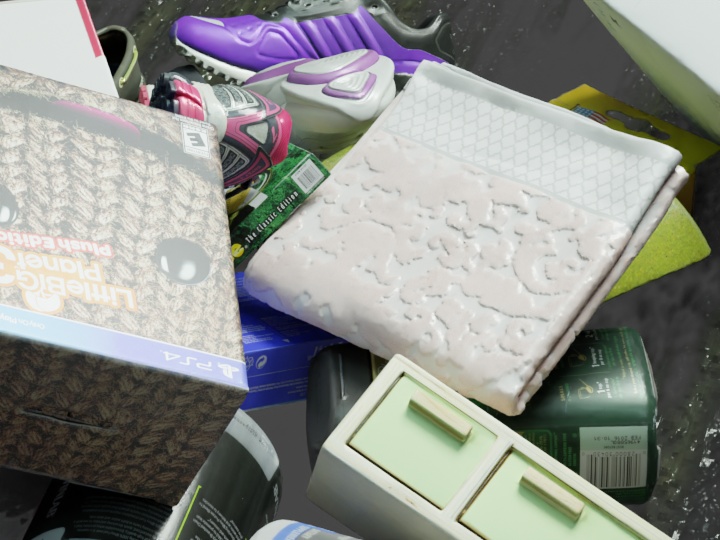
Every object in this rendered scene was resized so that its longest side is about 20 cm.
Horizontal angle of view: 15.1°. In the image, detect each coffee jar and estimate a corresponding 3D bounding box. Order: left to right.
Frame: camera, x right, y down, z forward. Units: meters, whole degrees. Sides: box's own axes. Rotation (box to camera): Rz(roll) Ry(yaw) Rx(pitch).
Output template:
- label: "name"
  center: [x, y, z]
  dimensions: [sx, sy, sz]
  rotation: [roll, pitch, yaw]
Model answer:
- label: "coffee jar"
  center: [0.068, 0.088, 1.565]
  dimensions: [0.200, 0.085, 0.104]
  rotation: [-2, 36, -2]

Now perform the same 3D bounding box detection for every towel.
- label: "towel"
  center: [0.060, -0.025, 1.559]
  dimensions: [0.200, 0.032, 0.191]
  rotation: [24, 65, 34]

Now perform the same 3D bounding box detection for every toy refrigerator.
- label: "toy refrigerator"
  center: [0.076, 0.137, 1.449]
  dimensions: [0.200, 0.070, 0.076]
  rotation: [34, 60, 11]

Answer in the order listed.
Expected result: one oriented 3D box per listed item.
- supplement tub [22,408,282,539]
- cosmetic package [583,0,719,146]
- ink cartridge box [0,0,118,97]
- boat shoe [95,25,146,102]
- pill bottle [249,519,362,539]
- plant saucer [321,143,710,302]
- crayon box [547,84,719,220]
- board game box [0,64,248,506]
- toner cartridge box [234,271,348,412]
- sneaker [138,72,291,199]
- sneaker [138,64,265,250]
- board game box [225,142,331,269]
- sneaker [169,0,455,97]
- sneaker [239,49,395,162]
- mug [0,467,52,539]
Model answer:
- label: "supplement tub"
  center: [-0.122, 0.162, 1.442]
  dimensions: [0.122, 0.123, 0.200]
  rotation: [7, 37, 11]
- label: "cosmetic package"
  center: [0.262, -0.144, 1.756]
  dimensions: [0.123, 0.199, 0.200]
  rotation: [-46, 45, 1]
- label: "ink cartridge box"
  center: [-0.193, -0.045, 1.658]
  dimensions: [0.084, 0.200, 0.145]
  rotation: [-7, 37, -13]
- label: "boat shoe"
  center: [-0.216, -0.099, 1.846]
  dimensions: [0.072, 0.060, 0.202]
  rotation: [19, 41, 25]
- label: "pill bottle"
  center: [0.032, 0.205, 1.386]
  dimensions: [0.200, 0.114, 0.114]
  rotation: [14, 39, 19]
- label: "plant saucer"
  center: [0.084, -0.044, 1.660]
  dimensions: [0.200, 0.048, 0.200]
  rotation: [-22, 40, -41]
- label: "crayon box"
  center: [0.129, -0.043, 1.769]
  dimensions: [0.127, 0.051, 0.200]
  rotation: [29, 47, 35]
- label: "board game box"
  center: [-0.157, 0.004, 1.411]
  dimensions: [0.159, 0.097, 0.200]
  rotation: [14, 41, -23]
- label: "toner cartridge box"
  center: [-0.077, 0.042, 1.608]
  dimensions: [0.095, 0.043, 0.200]
  rotation: [29, 23, 36]
- label: "sneaker"
  center: [-0.095, -0.068, 1.594]
  dimensions: [0.075, 0.081, 0.200]
  rotation: [7, -2, -13]
- label: "sneaker"
  center: [-0.107, -0.058, 1.803]
  dimensions: [0.083, 0.072, 0.200]
  rotation: [-33, 41, -2]
- label: "board game box"
  center: [-0.094, -0.046, 1.666]
  dimensions: [0.105, 0.023, 0.200]
  rotation: [-43, 22, -9]
- label: "sneaker"
  center: [-0.029, -0.166, 1.862]
  dimensions: [0.200, 0.100, 0.070]
  rotation: [12, 5, -11]
- label: "sneaker"
  center: [-0.018, -0.088, 1.736]
  dimensions: [0.075, 0.100, 0.200]
  rotation: [-16, 6, -15]
- label: "mug"
  center: [-0.251, 0.059, 1.538]
  dimensions: [0.148, 0.176, 0.200]
  rotation: [-26, 43, -29]
